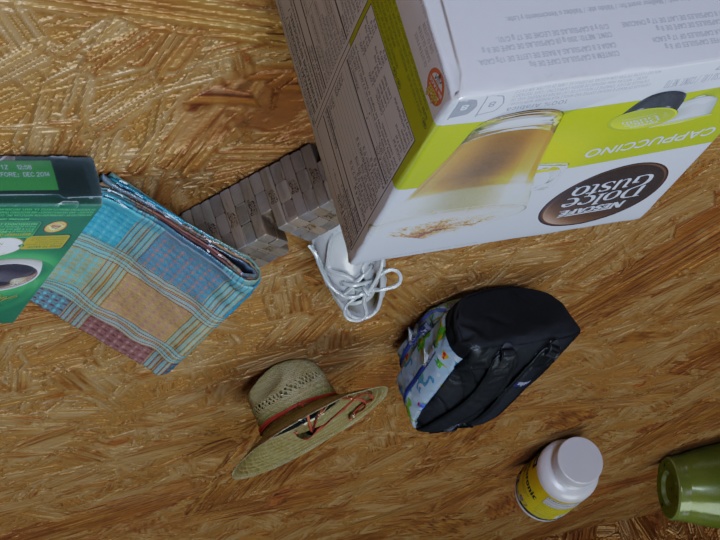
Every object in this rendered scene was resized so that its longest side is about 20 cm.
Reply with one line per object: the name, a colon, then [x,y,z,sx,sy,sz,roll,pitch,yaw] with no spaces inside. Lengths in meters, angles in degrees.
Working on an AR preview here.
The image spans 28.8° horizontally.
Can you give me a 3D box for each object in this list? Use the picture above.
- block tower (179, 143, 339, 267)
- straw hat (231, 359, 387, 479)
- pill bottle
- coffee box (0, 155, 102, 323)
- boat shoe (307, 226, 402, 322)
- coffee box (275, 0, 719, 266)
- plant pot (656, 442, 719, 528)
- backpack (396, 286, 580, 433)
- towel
block tower: [-0.069,-0.047,1.125,0.199,0.058,0.054,-28,157,22]
straw hat: [-0.075,0.148,1.580,0.200,0.085,0.201,-28,165,-8]
pill bottle: [0.346,0.357,2.426,0.110,0.112,0.200,-10,158,-18]
coffee box: [-0.284,-0.019,1.036,0.122,0.044,0.200,-2,154,-34]
boat shoe: [-0.005,0.002,1.255,0.074,0.087,0.202,-15,160,-6]
coffee box: [0.082,-0.143,0.788,0.198,0.201,0.198,-9,159,-20]
plant pot: [0.718,0.442,2.873,0.191,0.202,0.201,-1,157,-10]
backpack: [0.122,0.103,1.573,0.162,0.154,0.201,-7,136,-31]
towel: [-0.178,0.012,1.123,0.146,0.022,0.200,32,141,-13]
